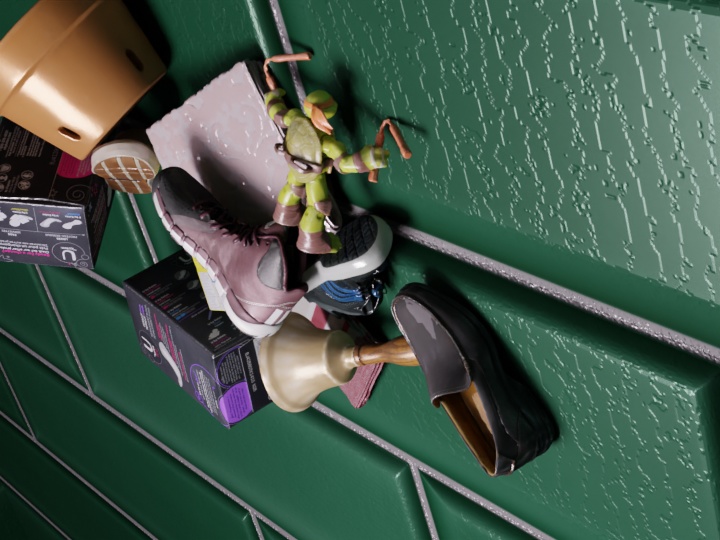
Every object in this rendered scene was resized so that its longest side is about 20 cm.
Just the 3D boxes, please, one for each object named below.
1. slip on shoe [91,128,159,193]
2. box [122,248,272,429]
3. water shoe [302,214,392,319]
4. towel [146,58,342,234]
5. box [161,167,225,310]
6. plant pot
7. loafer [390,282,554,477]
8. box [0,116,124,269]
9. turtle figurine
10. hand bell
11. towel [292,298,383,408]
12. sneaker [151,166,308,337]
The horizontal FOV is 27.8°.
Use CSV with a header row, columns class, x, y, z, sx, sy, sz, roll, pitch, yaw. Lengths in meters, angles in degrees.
class,x,y,z,sx,sy,sz,roll,pitch,yaw
slip on shoe,-0.257,-0.131,1.629,0.200,0.076,0.061,112,164,-83
box,-0.181,0.077,1.751,0.200,0.106,0.122,34,144,40
water shoe,0.000,0.000,1.418,0.079,0.072,0.200,39,161,-13
towel,-0.121,-0.096,1.477,0.200,0.032,0.191,-23,94,49
box,-0.159,-0.055,1.610,0.117,0.048,0.200,1,113,62
plant pot,-0.305,-0.214,1.568,0.140,0.200,0.200,44,156,-10
loafer,0.091,0.098,1.328,0.200,0.072,0.073,49,139,12
box,-0.360,-0.114,1.708,0.132,0.200,0.115,5,139,2
turtle figurine,-0.038,-0.097,1.320,0.200,0.064,0.162,34,132,34
hand bell,0.008,0.083,1.446,0.200,0.104,0.104,-8,114,36
towel,-0.046,0.046,1.581,0.200,0.023,0.144,52,156,15
sneaker,-0.115,-0.042,1.433,0.115,0.076,0.200,-41,83,38
